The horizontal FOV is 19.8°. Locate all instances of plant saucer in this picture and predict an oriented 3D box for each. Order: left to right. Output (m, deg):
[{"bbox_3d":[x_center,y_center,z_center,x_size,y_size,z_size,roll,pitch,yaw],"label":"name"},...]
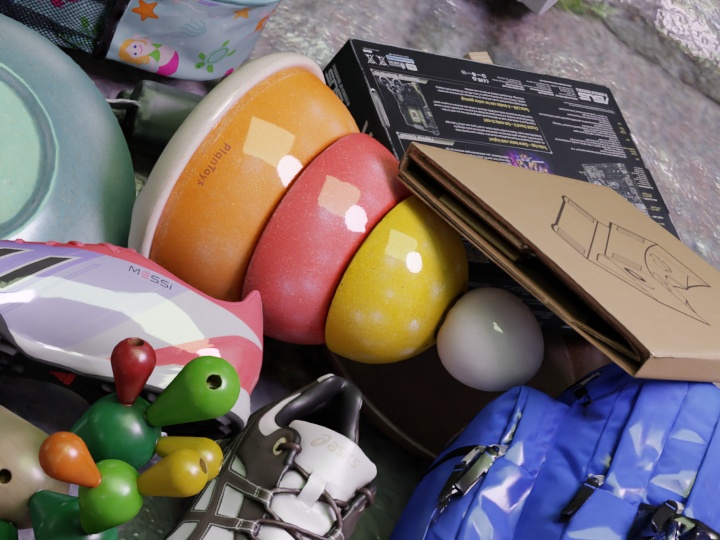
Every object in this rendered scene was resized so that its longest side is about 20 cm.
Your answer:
[{"bbox_3d":[-0.200,-0.051,0.973,0.201,0.039,0.201,8,64,-18],"label":"plant saucer"},{"bbox_3d":[0.053,0.034,1.121,0.200,0.034,0.200,18,48,-21],"label":"plant saucer"}]

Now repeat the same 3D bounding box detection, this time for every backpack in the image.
[{"bbox_3d":[-0.126,-0.200,1.109,0.200,0.151,0.178,20,43,-26],"label":"backpack"},{"bbox_3d":[0.110,0.129,0.969,0.168,0.163,0.200,38,55,-4],"label":"backpack"}]

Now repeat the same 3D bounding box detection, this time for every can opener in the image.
[{"bbox_3d":[-0.113,-0.069,1.085,0.200,0.053,0.067,10,83,-26],"label":"can opener"}]

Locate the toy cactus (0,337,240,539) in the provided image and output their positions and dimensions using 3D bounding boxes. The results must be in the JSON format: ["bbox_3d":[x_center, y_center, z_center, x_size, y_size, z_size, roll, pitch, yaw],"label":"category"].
[{"bbox_3d":[-0.138,0.104,0.871,0.102,0.200,0.165,26,6,-39],"label":"toy cactus"}]

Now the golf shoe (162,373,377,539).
[{"bbox_3d":[-0.041,0.114,0.916,0.078,0.094,0.200,35,26,-16],"label":"golf shoe"}]

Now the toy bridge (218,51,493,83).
[{"bbox_3d":[0.013,-0.091,1.197,0.200,0.027,0.067,-8,62,-38],"label":"toy bridge"}]

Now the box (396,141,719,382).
[{"bbox_3d":[0.127,0.001,1.010,0.163,0.021,0.200,42,19,30],"label":"box"}]

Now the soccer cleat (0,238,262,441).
[{"bbox_3d":[-0.138,0.014,0.930,0.200,0.068,0.073,21,64,-15],"label":"soccer cleat"}]

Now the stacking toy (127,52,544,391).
[{"bbox_3d":[0.000,0.000,0.999,0.200,0.146,0.146,34,41,18],"label":"stacking toy"}]

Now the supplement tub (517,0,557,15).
[{"bbox_3d":[0.081,-0.273,1.303,0.200,0.145,0.145,43,44,2],"label":"supplement tub"}]

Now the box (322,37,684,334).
[{"bbox_3d":[0.084,-0.043,1.143,0.200,0.044,0.160,5,52,-38],"label":"box"}]
